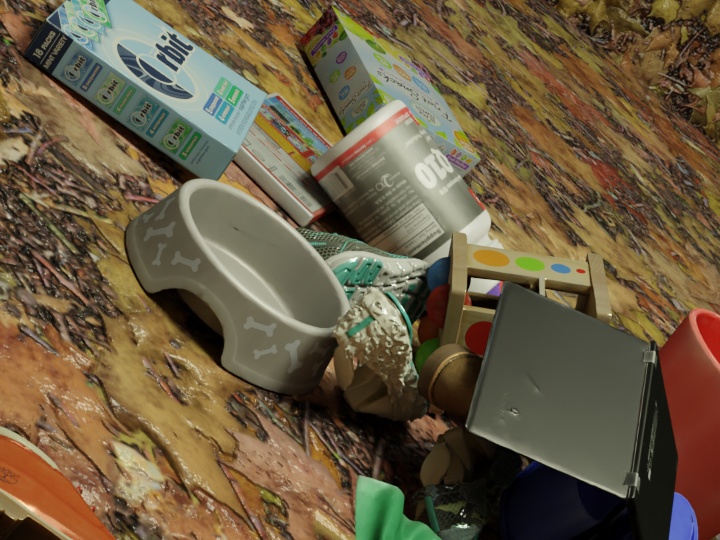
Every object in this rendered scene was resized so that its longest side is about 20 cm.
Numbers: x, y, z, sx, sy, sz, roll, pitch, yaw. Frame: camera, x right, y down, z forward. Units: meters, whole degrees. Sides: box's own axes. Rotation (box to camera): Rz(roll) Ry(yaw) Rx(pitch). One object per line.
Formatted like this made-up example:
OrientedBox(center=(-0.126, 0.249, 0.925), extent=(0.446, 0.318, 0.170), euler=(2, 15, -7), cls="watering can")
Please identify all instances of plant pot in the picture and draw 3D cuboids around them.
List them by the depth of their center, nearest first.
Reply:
OrientedBox(center=(0.334, 0.167, 1.707), extent=(0.200, 0.177, 0.200), euler=(37, 20, -16), cls="plant pot")

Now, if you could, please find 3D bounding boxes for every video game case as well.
OrientedBox(center=(-0.071, -0.114, 1.747), extent=(0.143, 0.017, 0.200), euler=(44, 20, 4), cls="video game case")

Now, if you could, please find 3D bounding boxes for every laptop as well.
OrientedBox(center=(0.174, 0.137, 1.380), extent=(0.187, 0.116, 0.200), euler=(-69, 149, -51), cls="laptop")

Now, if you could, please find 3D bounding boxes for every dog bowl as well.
OrientedBox(center=(-0.091, 0.007, 1.405), extent=(0.200, 0.059, 0.200), euler=(37, 20, -16), cls="dog bowl")

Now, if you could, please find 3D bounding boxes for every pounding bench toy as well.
OrientedBox(center=(0.125, 0.087, 1.575), extent=(0.156, 0.200, 0.124), euler=(9, 26, -1), cls="pounding bench toy")

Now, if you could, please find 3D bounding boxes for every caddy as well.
OrientedBox(center=(0.190, 0.214, 1.445), extent=(0.141, 0.105, 0.200), euler=(60, 33, 2), cls="caddy")

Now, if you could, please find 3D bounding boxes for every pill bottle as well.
OrientedBox(center=(0.054, -0.055, 1.701), extent=(0.200, 0.114, 0.114), euler=(52, 20, -2), cls="pill bottle")

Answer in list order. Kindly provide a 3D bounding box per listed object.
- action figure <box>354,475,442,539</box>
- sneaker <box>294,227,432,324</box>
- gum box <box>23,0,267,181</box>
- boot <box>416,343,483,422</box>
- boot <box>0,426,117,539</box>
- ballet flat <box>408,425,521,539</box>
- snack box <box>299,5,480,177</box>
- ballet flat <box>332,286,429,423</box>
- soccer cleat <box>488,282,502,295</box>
OrientedBox(center=(0.023, 0.234, 1.164), extent=(0.118, 0.055, 0.200), euler=(40, 23, -13), cls="action figure")
OrientedBox(center=(0.000, 0.000, 1.576), extent=(0.091, 0.078, 0.200), euler=(36, 7, 29), cls="sneaker")
OrientedBox(center=(-0.189, -0.176, 1.585), extent=(0.200, 0.045, 0.170), euler=(34, 23, -8), cls="gum box")
OrientedBox(center=(0.133, 0.115, 1.430), extent=(0.200, 0.074, 0.075), euler=(16, 14, -48), cls="boot")
OrientedBox(center=(-0.155, 0.158, 0.960), extent=(0.200, 0.075, 0.107), euler=(39, 15, -7), cls="boot")
OrientedBox(center=(0.082, 0.160, 1.388), extent=(0.074, 0.074, 0.200), euler=(42, 18, -1), cls="ballet flat")
OrientedBox(center=(0.033, -0.199, 2.047), extent=(0.169, 0.068, 0.200), euler=(26, 27, -40), cls="snack box")
OrientedBox(center=(0.009, 0.078, 1.406), extent=(0.072, 0.072, 0.200), euler=(54, -10, 27), cls="ballet flat")
OrientedBox(center=(0.170, 0.077, 1.751), extent=(0.200, 0.068, 0.073), euler=(54, 26, 21), cls="soccer cleat")
